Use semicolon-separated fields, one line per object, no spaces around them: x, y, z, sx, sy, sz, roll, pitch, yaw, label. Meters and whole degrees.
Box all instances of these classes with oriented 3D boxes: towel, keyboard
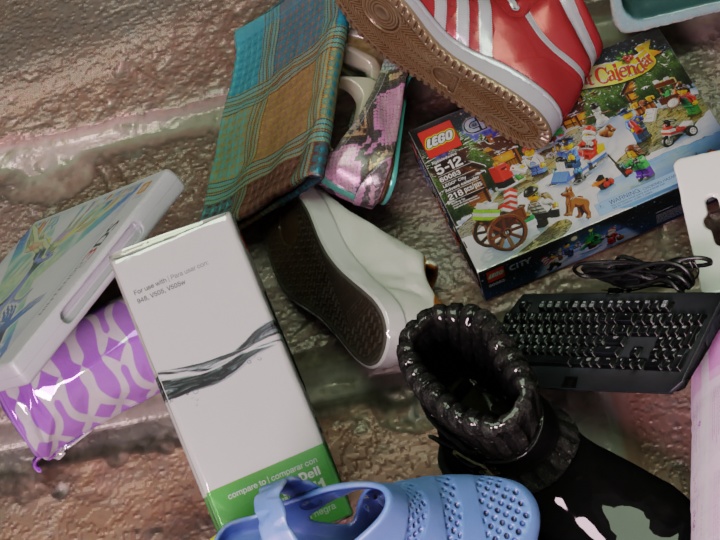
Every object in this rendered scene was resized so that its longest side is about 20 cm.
-0.061;-0.125;1.402;0.146;0.022;0.201;-30;42;45;towel
0.150;0.027;1.237;0.200;0.040;0.104;-1;49;54;keyboard

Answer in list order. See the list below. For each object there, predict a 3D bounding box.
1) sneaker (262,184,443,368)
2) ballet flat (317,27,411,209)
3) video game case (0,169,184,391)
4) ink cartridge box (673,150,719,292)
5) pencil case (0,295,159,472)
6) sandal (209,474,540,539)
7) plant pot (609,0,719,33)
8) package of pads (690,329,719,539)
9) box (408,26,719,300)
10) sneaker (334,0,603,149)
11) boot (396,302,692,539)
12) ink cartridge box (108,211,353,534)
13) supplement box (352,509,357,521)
0.000;0.000;1.347;0.084;0.073;0.200;-4;39;-33;sneaker
0.007;-0.132;1.396;0.071;0.069;0.201;22;52;-8;ballet flat
-0.223;0.017;1.314;0.200;0.022;0.183;-16;32;53;video game case
0.316;-0.030;1.279;0.199;0.068;0.117;-10;57;6;ink cartridge box
-0.157;0.060;1.324;0.199;0.084;0.086;-27;91;-2;pencil case
0.010;0.149;1.076;0.199;0.087;0.080;-8;55;-17;sandal
0.253;-0.324;1.411;0.195;0.197;0.200;-12;34;6;plant pot
0.260;0.130;1.164;0.120;0.076;0.201;15;58;-14;package of pads
0.150;-0.078;1.365;0.199;0.038;0.137;-23;56;-2;box
0.078;-0.185;1.362;0.200;0.071;0.113;37;66;1;sneaker
0.119;0.114;1.176;0.210;0.158;0.080;23;62;26;boot
-0.079;0.073;1.211;0.083;0.147;0.201;-22;87;-3;ink cartridge box
0.052;0.247;1.129;0.101;0.104;0.201;-1;54;-13;supplement box
